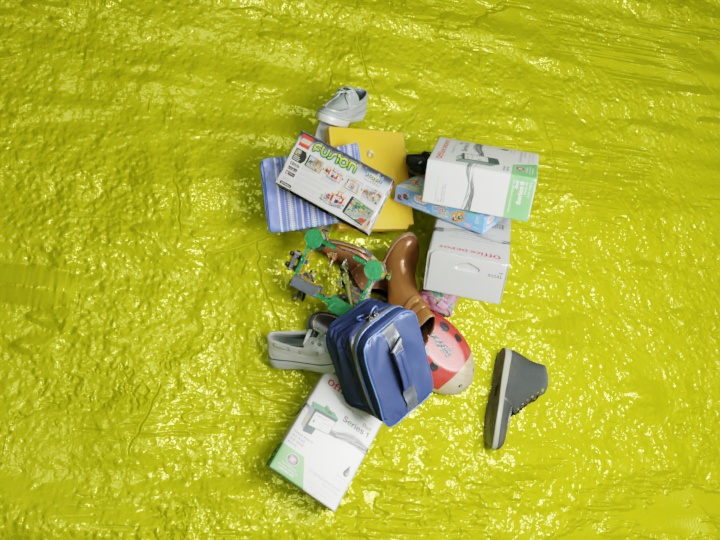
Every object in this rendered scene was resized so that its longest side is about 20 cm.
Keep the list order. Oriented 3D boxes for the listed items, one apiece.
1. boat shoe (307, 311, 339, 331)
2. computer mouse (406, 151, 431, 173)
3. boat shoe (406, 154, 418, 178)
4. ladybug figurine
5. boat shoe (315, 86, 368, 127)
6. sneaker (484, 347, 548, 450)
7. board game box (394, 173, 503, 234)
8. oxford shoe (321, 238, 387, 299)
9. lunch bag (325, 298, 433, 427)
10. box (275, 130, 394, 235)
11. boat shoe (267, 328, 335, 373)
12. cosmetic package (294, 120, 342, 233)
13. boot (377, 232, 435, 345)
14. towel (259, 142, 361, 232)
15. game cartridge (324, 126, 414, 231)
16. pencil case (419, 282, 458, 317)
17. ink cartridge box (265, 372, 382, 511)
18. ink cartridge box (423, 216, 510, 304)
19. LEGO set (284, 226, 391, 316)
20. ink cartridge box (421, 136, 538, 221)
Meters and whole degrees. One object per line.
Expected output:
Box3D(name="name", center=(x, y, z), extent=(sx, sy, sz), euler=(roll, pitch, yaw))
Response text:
Box3D(name="boat shoe", center=(-0.009, 0.129, 1.233), extent=(0.196, 0.073, 0.074), euler=(24, 69, -4))
Box3D(name="computer mouse", center=(0.134, -0.227, 1.334), extent=(0.057, 0.200, 0.035), euler=(7, 106, 15))
Box3D(name="boat shoe", center=(0.080, -0.221, 1.361), extent=(0.196, 0.075, 0.070), euler=(28, 64, -9))
Box3D(name="ladybug figurine", center=(0.148, 0.155, 1.260), extent=(0.199, 0.072, 0.136), euler=(42, 70, 3))
Box3D(name="boat shoe", center=(-0.035, -0.346, 1.321), extent=(0.069, 0.073, 0.201), euler=(22, 25, 12))
Box3D(name="sneaker", center=(0.312, 0.262, 1.261), extent=(0.103, 0.075, 0.205), euler=(18, 69, -4))
Box3D(name="board game box", center=(0.186, -0.141, 1.239), extent=(0.197, 0.038, 0.150), euler=(24, 35, 30))
Box3D(name="oxford shoe", center=(0.000, 0.000, 1.280), extent=(0.196, 0.071, 0.073), euler=(28, 74, -4))
Box3D(name="lunch bag", center=(0.039, 0.148, 1.080), extent=(0.135, 0.131, 0.204), euler=(-34, 120, -31))
Box3D(name="box", center=(-0.046, -0.161, 1.175), extent=(0.197, 0.035, 0.112), euler=(29, 87, 7))
Box3D(name="boat shoe", center=(-0.085, 0.142, 1.168), extent=(0.194, 0.074, 0.068), euler=(-7, 116, 15))
Box3D(name="cosmetic package", center=(-0.079, -0.184, 1.298), extent=(0.083, 0.108, 0.205), euler=(16, 71, -6))
Box3D(name="boot", center=(0.090, 0.046, 1.189), extent=(0.075, 0.155, 0.204), euler=(13, 107, -29))
Box3D(name="towel", center=(-0.089, -0.156, 1.203), extent=(0.194, 0.024, 0.149), euler=(-9, 82, 6))
Box3D(name="game cartridge", center=(0.018, -0.179, 1.265), extent=(0.172, 0.032, 0.206), euler=(-1, 81, -27))
Box3D(name="pencil case", center=(0.194, -0.005, 1.314), extent=(0.086, 0.088, 0.202), euler=(33, 70, 0))
Box3D(name="ink cartridge box", center=(-0.059, 0.305, 1.162), extent=(0.144, 0.084, 0.203), euler=(32, 69, -2))
Box3D(name="ink cartridge box", center=(0.202, -0.036, 1.188), extent=(0.141, 0.086, 0.201), euler=(11, 32, 8))
Box3D(name="LEGO set", center=(-0.038, 0.012, 1.230), extent=(0.195, 0.116, 0.158), euler=(19, 93, 12))
Box3D(name="ink cartridge box", center=(0.221, -0.171, 1.172), extent=(0.194, 0.086, 0.147), euler=(12, 30, 11))
